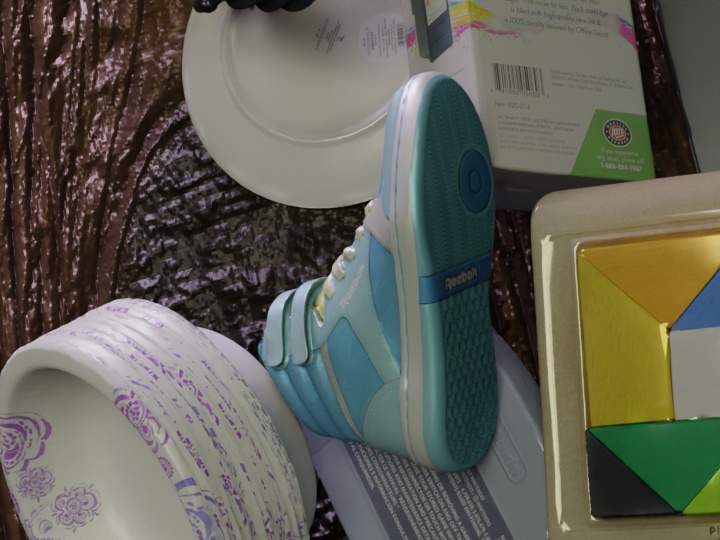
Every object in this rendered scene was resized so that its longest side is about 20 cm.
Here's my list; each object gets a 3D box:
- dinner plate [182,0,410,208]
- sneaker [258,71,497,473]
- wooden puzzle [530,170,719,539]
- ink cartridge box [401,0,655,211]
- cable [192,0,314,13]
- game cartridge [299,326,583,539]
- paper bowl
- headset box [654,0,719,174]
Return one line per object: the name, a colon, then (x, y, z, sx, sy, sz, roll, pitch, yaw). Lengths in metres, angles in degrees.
dinner plate: (-0.019, -0.137, 1.092, 0.198, 0.024, 0.202, -4, 77, 16)
sneaker: (0.000, 0.000, 0.934, 0.130, 0.079, 0.202, 3, 96, 36)
wooden puzzle: (0.171, 0.047, 0.871, 0.184, 0.037, 0.202, -6, 77, 24)
ink cartridge box: (0.087, -0.138, 1.004, 0.067, 0.116, 0.202, -27, 64, 55)
cable: (-0.020, -0.233, 1.054, 0.162, 0.051, 0.201, -12, 44, 47)
game cartridge: (0.050, 0.114, 0.966, 0.133, 0.041, 0.201, -41, 62, 28)
paper bowl: (-0.103, 0.112, 0.989, 0.104, 0.201, 0.201, -29, 63, -38)
headset box: (0.253, -0.107, 0.953, 0.173, 0.093, 0.202, -14, 75, 15)
